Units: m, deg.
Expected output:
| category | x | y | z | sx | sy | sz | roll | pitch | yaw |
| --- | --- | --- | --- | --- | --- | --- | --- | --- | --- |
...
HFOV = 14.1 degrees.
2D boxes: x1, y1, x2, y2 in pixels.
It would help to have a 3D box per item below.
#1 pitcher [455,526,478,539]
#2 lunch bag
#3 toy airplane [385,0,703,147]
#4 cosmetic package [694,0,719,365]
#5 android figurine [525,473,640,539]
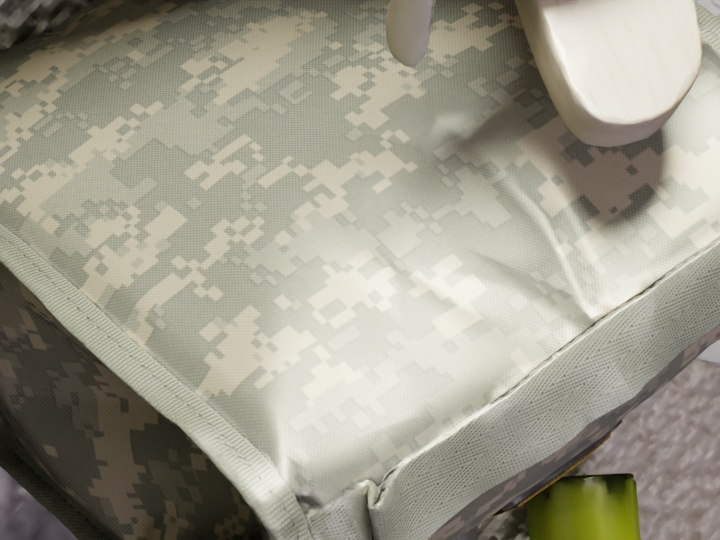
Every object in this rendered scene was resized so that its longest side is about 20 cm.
| category | x | y | z | sx | sy | sz | roll | pitch | yaw |
| --- | --- | --- | --- | --- | --- | --- | --- | --- | --- |
| pitcher | 0.000 | 0.162 | 0.814 | 0.172 | 0.121 | 0.201 | -42 | 124 | -39 |
| lunch bag | 0.000 | 0.000 | 0.681 | 0.164 | 0.200 | 0.118 | -33 | 124 | -20 |
| toy airplane | 0.017 | -0.146 | 0.632 | 0.200 | 0.200 | 0.141 | -60 | 165 | -13 |
| cosmetic package | 0.184 | -0.071 | 0.761 | 0.200 | 0.165 | 0.165 | -28 | 125 | -49 |
| android figurine | 0.075 | 0.158 | 0.823 | 0.041 | 0.182 | 0.201 | -7 | 82 | 5 |
